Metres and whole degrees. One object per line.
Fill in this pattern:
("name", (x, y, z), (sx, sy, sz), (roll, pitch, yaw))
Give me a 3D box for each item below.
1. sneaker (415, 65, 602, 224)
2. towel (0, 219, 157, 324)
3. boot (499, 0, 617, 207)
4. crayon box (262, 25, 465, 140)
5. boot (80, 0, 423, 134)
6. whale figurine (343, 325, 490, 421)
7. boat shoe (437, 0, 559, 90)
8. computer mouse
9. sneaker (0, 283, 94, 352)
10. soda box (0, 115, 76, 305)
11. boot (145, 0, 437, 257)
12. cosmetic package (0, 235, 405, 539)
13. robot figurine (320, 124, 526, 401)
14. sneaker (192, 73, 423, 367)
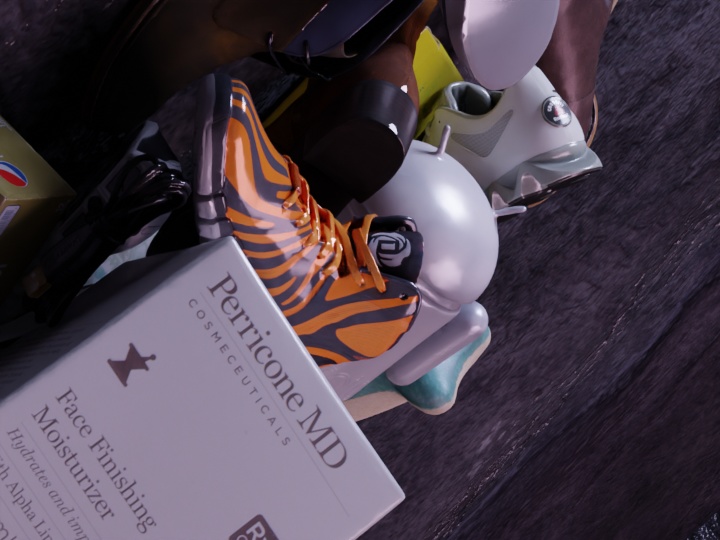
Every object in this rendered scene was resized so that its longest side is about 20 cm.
("sneaker", (0.066, -0.069, 1.746), (0.074, 0.089, 0.200), (-19, 173, -42))
("towel", (-0.169, 0.047, 1.681), (0.200, 0.048, 0.171), (-52, 161, 20))
("boot", (0.110, -0.153, 1.757), (0.200, 0.072, 0.166), (-69, 159, -13))
("crayon box", (0.005, -0.092, 1.748), (0.127, 0.051, 0.200), (-45, 162, -1))
("boot", (-0.053, -0.126, 1.484), (0.200, 0.097, 0.075), (-46, 162, 3))
("whale figurine", (-0.021, 0.040, 1.778), (0.159, 0.200, 0.104), (-56, 134, -34))
("boat shoe", (0.055, -0.189, 1.539), (0.072, 0.066, 0.200), (-35, 135, -15))
("computer mouse", (-0.123, -0.032, 1.493), (0.110, 0.044, 0.200), (-47, -172, 13))
("sneaker", (-0.196, 0.088, 1.546), (0.200, 0.115, 0.076), (-25, 135, -6))
("soda box", (-0.234, 0.015, 1.445), (0.200, 0.068, 0.064), (-53, 160, 21))
("boot", (-0.033, -0.090, 1.588), (0.188, 0.068, 0.200), (-42, -160, 32))
("cosmetic package", (-0.122, 0.108, 1.424), (0.200, 0.165, 0.165), (-37, -170, -21))
("robot figurine", (0.000, 0.000, 1.670), (0.200, 0.113, 0.170), (-39, 122, 17))
("sneaker", (-0.025, -0.027, 1.469), (0.112, 0.078, 0.200), (-4, 138, 6))
